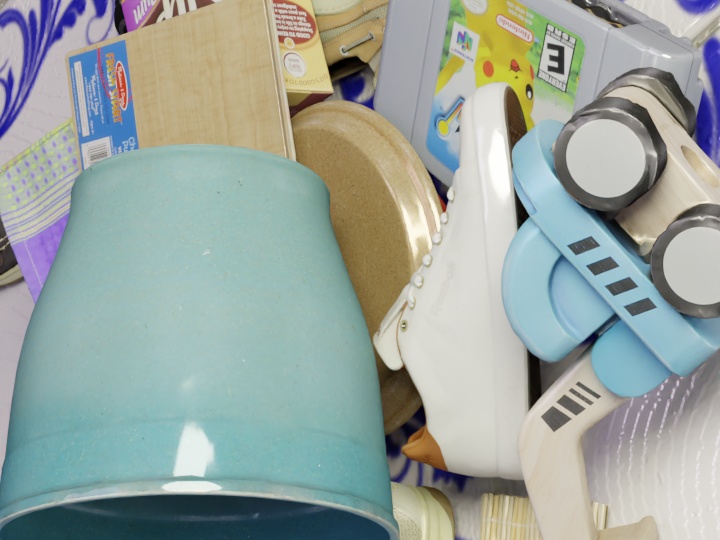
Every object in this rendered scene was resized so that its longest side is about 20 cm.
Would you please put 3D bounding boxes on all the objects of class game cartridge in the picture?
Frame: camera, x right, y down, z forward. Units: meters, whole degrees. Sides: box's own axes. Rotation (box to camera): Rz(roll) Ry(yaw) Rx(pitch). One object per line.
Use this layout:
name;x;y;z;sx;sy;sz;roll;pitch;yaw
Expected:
game cartridge;0.083;-0.090;1.204;0.200;0.040;0.134;34;131;38

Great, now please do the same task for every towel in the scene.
towel;-0.141;-0.003;1.374;0.144;0.023;0.200;-31;70;32

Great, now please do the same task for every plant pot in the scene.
plant pot;-0.082;0.045;1.189;0.200;0.200;0.188;-23;61;47

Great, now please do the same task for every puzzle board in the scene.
puzzle board;-0.093;-0.042;1.315;0.151;0.017;0.200;-13;81;36

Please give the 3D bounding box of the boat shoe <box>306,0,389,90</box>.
boat shoe;0.024;-0.135;1.339;0.200;0.072;0.076;-4;91;58

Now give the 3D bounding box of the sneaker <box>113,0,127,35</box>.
sneaker;-0.107;-0.128;1.493;0.200;0.071;0.083;37;102;48

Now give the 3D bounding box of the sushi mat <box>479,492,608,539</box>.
sushi mat;0.080;0.213;1.186;0.096;0.012;0.200;-4;75;51

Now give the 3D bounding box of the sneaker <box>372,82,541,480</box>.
sneaker;0.045;0.007;1.172;0.084;0.073;0.200;2;101;13

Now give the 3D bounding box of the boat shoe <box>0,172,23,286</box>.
boat shoe;-0.277;-0.024;1.685;0.201;0.066;0.072;-34;53;42

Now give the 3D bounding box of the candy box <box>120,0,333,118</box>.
candy box;-0.088;-0.170;1.387;0.117;0.056;0.200;-34;65;46

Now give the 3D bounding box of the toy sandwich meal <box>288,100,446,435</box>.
toy sandwich meal;0.000;0.000;1.302;0.205;0.070;0.206;9;102;51

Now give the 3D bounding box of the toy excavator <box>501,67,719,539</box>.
toy excavator;0.114;0.034;1.107;0.200;0.100;0.195;-42;91;24

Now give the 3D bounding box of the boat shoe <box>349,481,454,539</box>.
boat shoe;0.009;0.209;1.230;0.073;0.063;0.201;-22;60;61
